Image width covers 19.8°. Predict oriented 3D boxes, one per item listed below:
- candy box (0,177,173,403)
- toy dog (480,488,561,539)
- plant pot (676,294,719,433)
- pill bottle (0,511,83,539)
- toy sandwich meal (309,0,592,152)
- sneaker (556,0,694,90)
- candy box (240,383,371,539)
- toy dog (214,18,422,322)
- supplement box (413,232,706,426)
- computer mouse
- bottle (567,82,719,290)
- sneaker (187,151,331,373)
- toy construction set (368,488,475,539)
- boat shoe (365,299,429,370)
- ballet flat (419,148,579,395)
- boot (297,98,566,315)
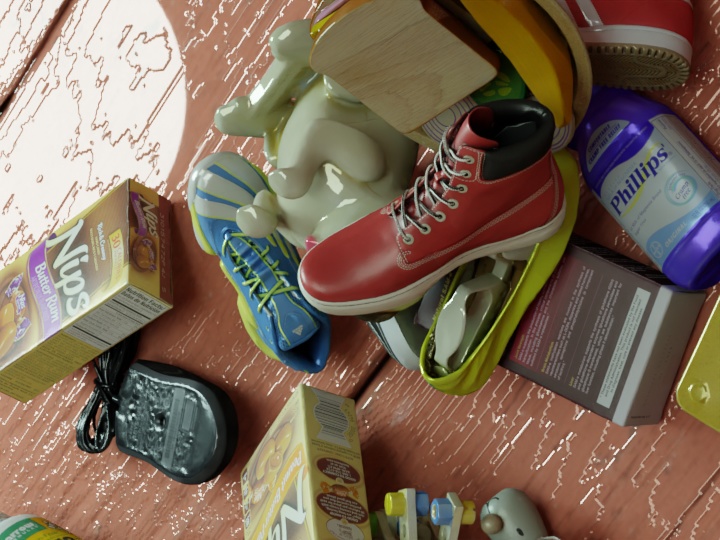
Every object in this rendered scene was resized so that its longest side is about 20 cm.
[{"bbox_3d":[-0.249,0.019,1.811,0.199,0.056,0.117,-32,46,31],"label":"candy box"},{"bbox_3d":[0.139,0.259,1.526,0.200,0.096,0.133,35,110,31],"label":"toy dog"},{"bbox_3d":[0.321,0.054,1.342,0.199,0.176,0.201,33,108,31],"label":"plant pot"},{"bbox_3d":[-0.279,0.283,1.824,0.199,0.112,0.114,22,103,35],"label":"pill bottle"},{"bbox_3d":[0.063,-0.139,1.437,0.204,0.070,0.206,14,138,13],"label":"toy sandwich meal"},{"bbox_3d":[0.144,-0.199,1.490,0.198,0.071,0.113,10,63,4],"label":"sneaker"},{"bbox_3d":[-0.043,0.201,1.616,0.116,0.055,0.201,-57,25,34],"label":"candy box"},{"bbox_3d":[-0.007,-0.058,1.562,0.139,0.193,0.201,-39,54,38],"label":"toy dog"},{"bbox_3d":[0.146,0.028,1.541,0.199,0.061,0.110,27,104,32],"label":"supplement box"},{"bbox_3d":[-0.163,0.120,1.781,0.199,0.052,0.140,24,103,44],"label":"computer mouse"},{"bbox_3d":[0.203,-0.080,1.495,0.084,0.065,0.200,-51,63,26],"label":"bottle"},{"bbox_3d":[-0.068,0.000,1.633,0.075,0.201,0.105,-33,36,-11],"label":"sneaker"},{"bbox_3d":[0.033,0.264,1.586,0.131,0.092,0.201,-178,104,-72],"label":"toy construction set"},{"bbox_3d":[-0.002,0.000,1.641,0.068,0.073,0.200,-36,70,26],"label":"boat shoe"},{"bbox_3d":[0.098,0.002,1.498,0.067,0.067,0.201,33,105,32],"label":"ballet flat"},{"bbox_3d":[0.042,-0.049,1.406,0.199,0.145,0.073,-23,61,-2],"label":"boot"}]
